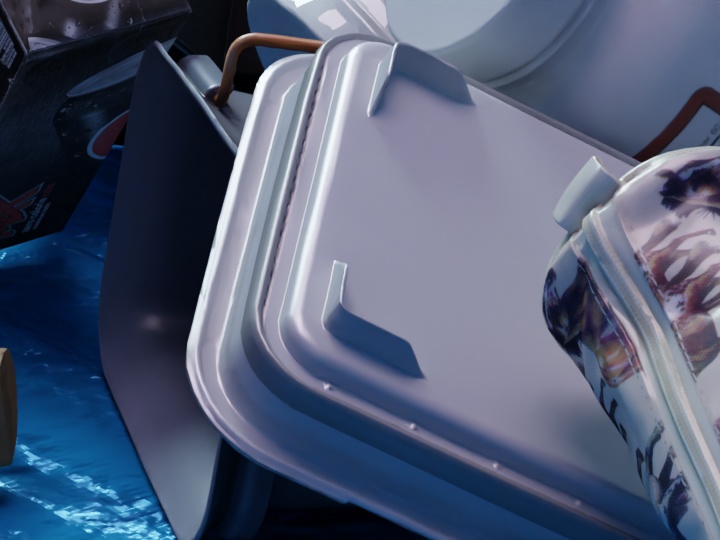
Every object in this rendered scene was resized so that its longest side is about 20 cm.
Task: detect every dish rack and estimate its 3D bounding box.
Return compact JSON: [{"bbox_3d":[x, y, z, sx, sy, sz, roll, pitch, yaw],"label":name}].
[{"bbox_3d":[0.056,0.013,0.854,0.199,0.044,0.172,26,42,-13],"label":"dish rack"}]

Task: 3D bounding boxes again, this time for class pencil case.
[{"bbox_3d":[0.108,0.058,0.743,0.089,0.078,0.200,34,26,-44],"label":"pencil case"}]

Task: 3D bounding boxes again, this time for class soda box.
[{"bbox_3d":[-0.129,-0.071,1.089,0.071,0.064,0.200,-18,-15,-25],"label":"soda box"}]

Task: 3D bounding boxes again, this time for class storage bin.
[{"bbox_3d":[0.000,0.000,0.973,0.134,0.146,0.200,5,17,-18],"label":"storage bin"}]

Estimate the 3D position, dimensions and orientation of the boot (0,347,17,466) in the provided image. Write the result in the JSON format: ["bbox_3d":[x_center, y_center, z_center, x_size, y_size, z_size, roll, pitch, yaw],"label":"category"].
[{"bbox_3d":[-0.183,0.067,0.877,0.143,0.071,0.201,-5,14,0],"label":"boot"}]

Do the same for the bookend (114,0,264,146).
[{"bbox_3d":[-0.053,-0.110,1.219,0.199,0.093,0.199,6,-9,16],"label":"bookend"}]

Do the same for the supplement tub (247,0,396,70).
[{"bbox_3d":[0.071,-0.110,1.129,0.200,0.141,0.140,-35,29,-12],"label":"supplement tub"}]

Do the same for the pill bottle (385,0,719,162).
[{"bbox_3d":[0.108,-0.063,0.976,0.200,0.112,0.112,31,1,-32],"label":"pill bottle"}]
